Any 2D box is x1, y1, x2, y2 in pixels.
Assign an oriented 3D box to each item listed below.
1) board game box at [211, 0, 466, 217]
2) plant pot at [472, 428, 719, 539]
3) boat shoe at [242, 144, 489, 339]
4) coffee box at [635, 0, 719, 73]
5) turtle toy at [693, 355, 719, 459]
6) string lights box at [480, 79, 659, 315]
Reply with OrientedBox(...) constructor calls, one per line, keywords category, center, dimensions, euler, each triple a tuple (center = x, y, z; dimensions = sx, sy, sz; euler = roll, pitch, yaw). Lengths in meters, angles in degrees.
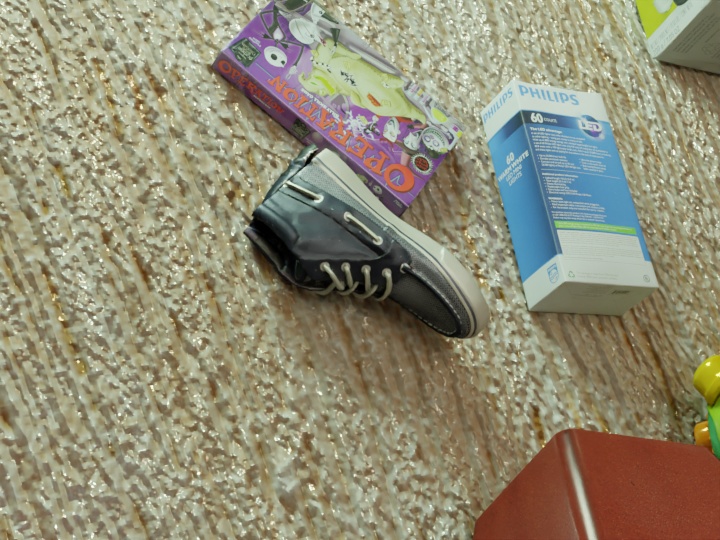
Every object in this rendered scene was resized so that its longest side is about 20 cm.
OrientedBox(category="board game box", center=(-0.015, -0.146, 1.134), dimensions=(0.200, 0.032, 0.120), euler=(39, 55, -4))
OrientedBox(category="plant pot", center=(0.182, 0.224, 0.931), dimensions=(0.199, 0.200, 0.177), euler=(10, 45, -24))
OrientedBox(category="boat shoe", center=(0.000, 0.000, 1.033), dimensions=(0.200, 0.075, 0.093), euler=(41, 57, 8))
OrientedBox(category="coffee box", center=(0.410, -0.335, 1.376), dimensions=(0.199, 0.200, 0.198), euler=(6, 59, -26))
OrientedBox(category="turtle toy", center=(0.365, 0.136, 1.132), dimensions=(0.200, 0.101, 0.146), euler=(-13, 46, -37))
OrientedBox(category="string lights box", center=(0.181, -0.064, 1.175), dimensions=(0.102, 0.059, 0.201), euler=(4, 60, -28))
